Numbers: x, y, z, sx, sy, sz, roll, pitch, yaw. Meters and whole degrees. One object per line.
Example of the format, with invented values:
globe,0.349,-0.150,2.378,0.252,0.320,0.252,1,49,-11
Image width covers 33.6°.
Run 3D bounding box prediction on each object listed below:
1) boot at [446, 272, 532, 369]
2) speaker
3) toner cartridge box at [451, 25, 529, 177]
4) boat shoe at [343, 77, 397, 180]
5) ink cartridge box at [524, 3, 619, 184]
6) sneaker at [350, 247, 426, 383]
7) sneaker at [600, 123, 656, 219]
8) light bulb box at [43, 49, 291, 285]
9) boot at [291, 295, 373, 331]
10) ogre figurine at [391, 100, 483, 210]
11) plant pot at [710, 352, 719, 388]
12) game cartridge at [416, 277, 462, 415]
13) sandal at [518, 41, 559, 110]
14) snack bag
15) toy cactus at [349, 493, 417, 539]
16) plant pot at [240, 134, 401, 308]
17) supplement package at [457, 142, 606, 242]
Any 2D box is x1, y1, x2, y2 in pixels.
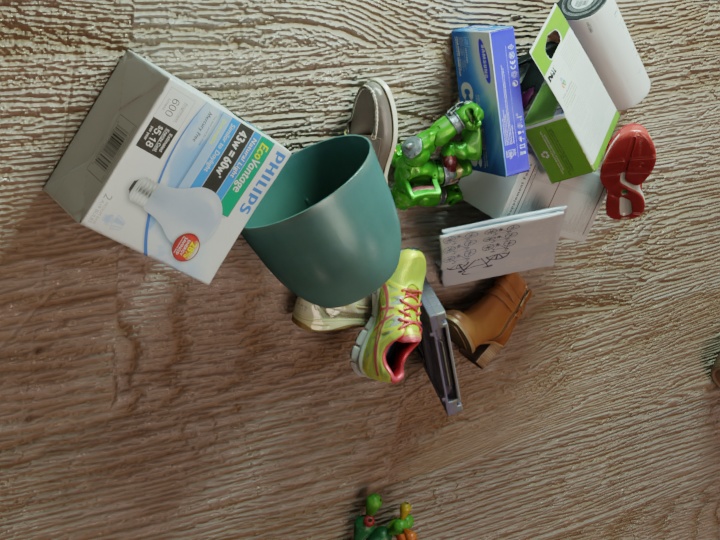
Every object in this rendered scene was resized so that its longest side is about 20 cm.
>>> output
boot,0.197,0.057,1.869,0.155,0.074,0.200,-55,153,-6
speaker,0.365,-0.331,1.772,0.081,0.081,0.200,-46,134,-6
toner cartridge box,0.179,-0.234,1.644,0.043,0.095,0.200,-18,109,-26
boat shoe,0.003,-0.160,1.605,0.059,0.072,0.200,-17,130,-32
ink cartridge box,0.274,-0.248,1.672,0.200,0.076,0.148,55,42,-23
sneaker,0.059,0.067,1.666,0.078,0.090,0.200,9,101,-41
sneaker,0.375,-0.171,1.718,0.078,0.116,0.200,-2,147,2
light bulb box,-0.227,-0.119,1.415,0.200,0.125,0.198,28,96,-42
boot,0.000,0.000,1.696,0.200,0.072,0.155,-7,116,-34
ogre figurine,0.102,-0.148,1.661,0.120,0.098,0.200,-20,170,-21
plant pot,0.816,0.168,2.348,0.200,0.200,0.175,47,67,-43
game cartridge,0.108,0.106,1.798,0.038,0.130,0.200,-20,127,-10
sandal,0.228,-0.266,1.727,0.200,0.048,0.075,-37,132,-15
snack bag,0.205,-0.029,1.766,0.188,0.021,0.200,-12,156,-3
toy cactus,0.021,0.460,1.972,0.165,0.102,0.200,-26,137,-11
plant pot,-0.041,-0.050,1.520,0.201,0.201,0.161,-36,117,-15
supplement package,0.261,-0.127,1.790,0.200,0.110,0.114,11,108,-41
